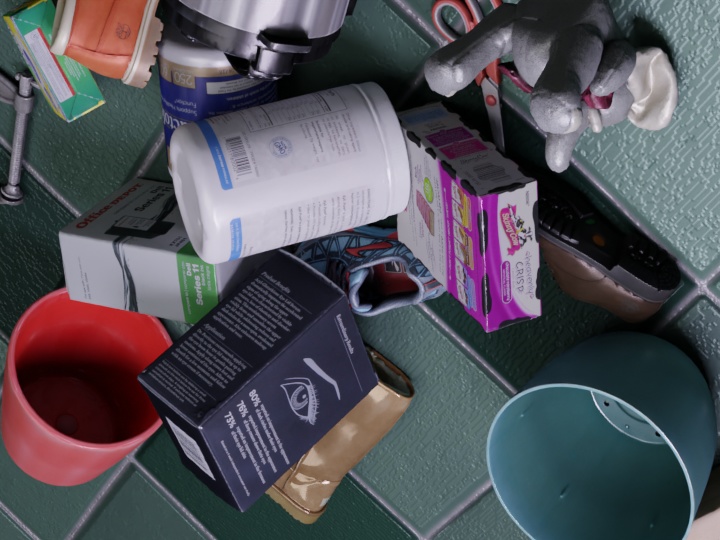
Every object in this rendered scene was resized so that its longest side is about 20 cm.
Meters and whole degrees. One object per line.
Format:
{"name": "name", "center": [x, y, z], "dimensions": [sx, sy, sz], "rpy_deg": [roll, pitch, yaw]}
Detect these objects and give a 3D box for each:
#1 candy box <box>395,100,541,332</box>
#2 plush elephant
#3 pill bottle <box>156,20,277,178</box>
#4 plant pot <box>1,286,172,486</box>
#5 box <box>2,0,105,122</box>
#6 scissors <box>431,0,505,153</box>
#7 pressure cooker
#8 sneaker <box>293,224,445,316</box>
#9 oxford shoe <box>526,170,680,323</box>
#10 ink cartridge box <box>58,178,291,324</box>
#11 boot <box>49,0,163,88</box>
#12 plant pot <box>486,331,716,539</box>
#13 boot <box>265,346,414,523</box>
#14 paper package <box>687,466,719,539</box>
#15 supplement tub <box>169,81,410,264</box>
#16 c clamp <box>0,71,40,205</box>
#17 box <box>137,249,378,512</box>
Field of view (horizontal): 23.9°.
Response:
{"name": "candy box", "center": [0.093, -0.053, 1.541], "dimensions": [0.200, 0.060, 0.138], "rpy_deg": [-132, 31, -55]}
{"name": "plush elephant", "center": [0.177, -0.163, 1.441], "dimensions": [0.164, 0.201, 0.155], "rpy_deg": [16, 149, 39]}
{"name": "pill bottle", "center": [-0.136, -0.144, 1.666], "dimensions": [0.115, 0.116, 0.202], "rpy_deg": [14, 124, 25]}
{"name": "plant pot", "center": [-0.319, 0.144, 1.922], "dimensions": [0.200, 0.200, 0.178], "rpy_deg": [41, 143, 4]}
{"name": "box", "center": [-0.312, -0.216, 1.711], "dimensions": [0.118, 0.048, 0.200], "rpy_deg": [63, 173, -14]}
{"name": "scissors", "center": [0.123, -0.168, 1.553], "dimensions": [0.073, 0.014, 0.202], "rpy_deg": [-12, 109, 35]}
{"name": "pressure cooker", "center": [-0.088, -0.275, 1.507], "dimensions": [0.177, 0.176, 0.202], "rpy_deg": [24, 119, 11]}
{"name": "sneaker", "center": [0.000, 0.000, 1.680], "dimensions": [0.198, 0.095, 0.080], "rpy_deg": [-5, 114, 34]}
{"name": "oxford shoe", "center": [0.190, -0.017, 1.566], "dimensions": [0.199, 0.073, 0.085], "rpy_deg": [38, 135, 8]}
{"name": "ink cartridge box", "center": [-0.190, -0.021, 1.756], "dimensions": [0.198, 0.147, 0.084], "rpy_deg": [9, 121, 27]}
{"name": "boot", "center": [-0.231, -0.283, 1.600], "dimensions": [0.106, 0.203, 0.075], "rpy_deg": [14, 172, -17]}
{"name": "plant pot", "center": [0.238, 0.150, 1.575], "dimensions": [0.199, 0.161, 0.203], "rpy_deg": [16, 125, 23]}
{"name": "boot", "center": [-0.058, 0.149, 1.814], "dimensions": [0.174, 0.066, 0.201], "rpy_deg": [35, 118, 4]}
{"name": "paper package", "center": [0.408, 0.263, 1.576], "dimensions": [0.200, 0.103, 0.190], "rpy_deg": [50, 132, -2]}
{"name": "supplement tub", "center": [-0.067, -0.091, 1.576], "dimensions": [0.132, 0.198, 0.134], "rpy_deg": [166, 90, -74]}
{"name": "c clamp", "center": [-0.400, -0.148, 1.891], "dimensions": [0.170, 0.027, 0.201], "rpy_deg": [33, 130, 12]}
{"name": "box", "center": [-0.096, 0.107, 1.665], "dimensions": [0.104, 0.200, 0.149], "rpy_deg": [33, 155, 37]}
